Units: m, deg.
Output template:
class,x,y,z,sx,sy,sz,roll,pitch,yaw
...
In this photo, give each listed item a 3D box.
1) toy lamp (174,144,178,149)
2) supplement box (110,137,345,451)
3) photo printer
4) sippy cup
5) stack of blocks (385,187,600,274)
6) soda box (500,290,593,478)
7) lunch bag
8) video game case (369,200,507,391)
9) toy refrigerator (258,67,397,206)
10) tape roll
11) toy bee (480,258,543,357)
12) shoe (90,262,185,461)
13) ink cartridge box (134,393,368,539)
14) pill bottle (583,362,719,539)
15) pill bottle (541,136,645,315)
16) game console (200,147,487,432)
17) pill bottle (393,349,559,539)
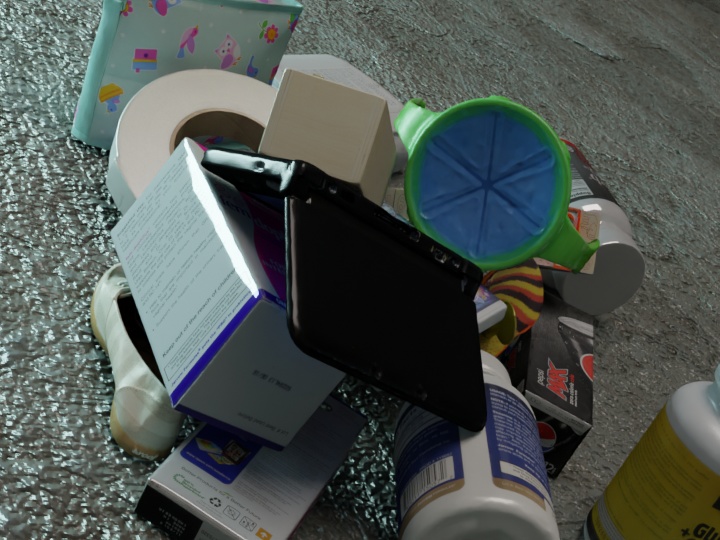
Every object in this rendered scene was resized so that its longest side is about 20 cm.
class,x,y,z,sx,sy,sz,roll,pitch,yaw
toy lamp,-0.127,-0.061,1.158,0.198,0.059,0.058,30,27,2
supplement box,-0.092,0.013,0.927,0.101,0.104,0.201,28,19,-39
photo printer,-0.031,-0.169,1.423,0.166,0.070,0.199,41,28,21
sippy cup,0.113,-0.071,1.091,0.130,0.138,0.180,-15,88,-77
stack of blocks,0.116,-0.039,1.248,0.114,0.059,0.199,8,0,-38
soda box,0.166,0.095,1.175,0.070,0.064,0.200,27,27,-4
lunch bag,-0.175,-0.201,1.223,0.122,0.172,0.199,39,29,31
video game case,0.000,0.000,1.044,0.142,0.018,0.200,-26,55,-36
toy refrigerator,-0.018,-0.089,0.978,0.075,0.071,0.200,18,-4,6
tape roll,-0.116,-0.086,1.123,0.200,0.037,0.205,12,53,-16
toy bee,0.083,0.071,1.113,0.110,0.198,0.131,61,-5,4
shoe,-0.152,0.051,0.945,0.069,0.054,0.201,15,30,-26
ink cartridge box,-0.069,0.133,0.909,0.094,0.037,0.200,32,29,6
pill bottle,0.266,0.159,1.011,0.111,0.201,0.112,22,27,-12
pill bottle,0.225,-0.049,1.421,0.115,0.117,0.201,14,31,-27
game console,-0.012,0.012,0.903,0.175,0.118,0.199,14,-11,47
pill bottle,0.079,0.146,0.949,0.110,0.112,0.201,23,28,-13
